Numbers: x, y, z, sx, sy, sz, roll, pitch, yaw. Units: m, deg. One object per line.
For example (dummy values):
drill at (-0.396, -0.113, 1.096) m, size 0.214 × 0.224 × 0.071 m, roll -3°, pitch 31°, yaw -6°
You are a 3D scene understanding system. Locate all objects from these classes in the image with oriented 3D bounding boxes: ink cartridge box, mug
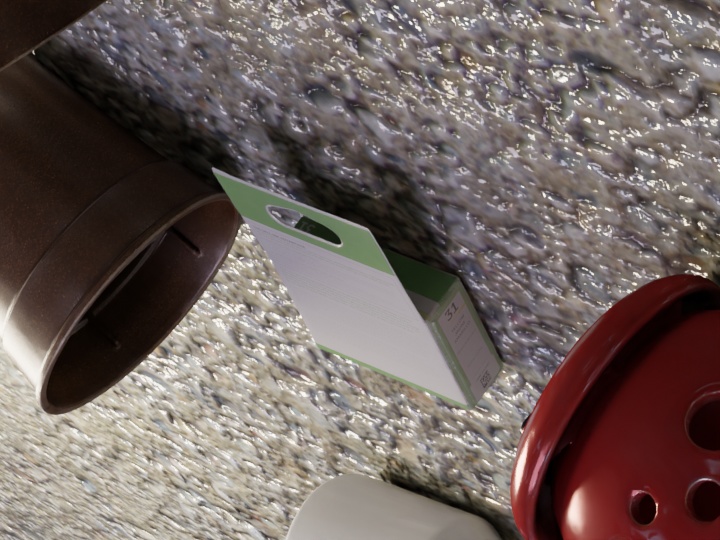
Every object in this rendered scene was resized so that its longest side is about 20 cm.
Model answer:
ink cartridge box at (0.000, 0.000, 1.566) m, size 0.145 × 0.048 × 0.201 m, roll 22°, pitch 152°, yaw 37°
mug at (0.052, 0.239, 1.886) m, size 0.152 × 0.186 × 0.151 m, roll 4°, pitch 108°, yaw 42°

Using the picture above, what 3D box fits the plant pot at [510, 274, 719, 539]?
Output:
plant pot at (0.194, 0.111, 1.280) m, size 0.182 × 0.200 × 0.201 m, roll 36°, pitch 160°, yaw 25°

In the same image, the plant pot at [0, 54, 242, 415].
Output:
plant pot at (-0.221, -0.038, 1.672) m, size 0.198 × 0.200 × 0.201 m, roll 41°, pitch 160°, yaw 14°

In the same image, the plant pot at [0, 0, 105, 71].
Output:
plant pot at (-0.278, -0.211, 1.457) m, size 0.201 × 0.186 × 0.187 m, roll 59°, pitch 154°, yaw -11°
